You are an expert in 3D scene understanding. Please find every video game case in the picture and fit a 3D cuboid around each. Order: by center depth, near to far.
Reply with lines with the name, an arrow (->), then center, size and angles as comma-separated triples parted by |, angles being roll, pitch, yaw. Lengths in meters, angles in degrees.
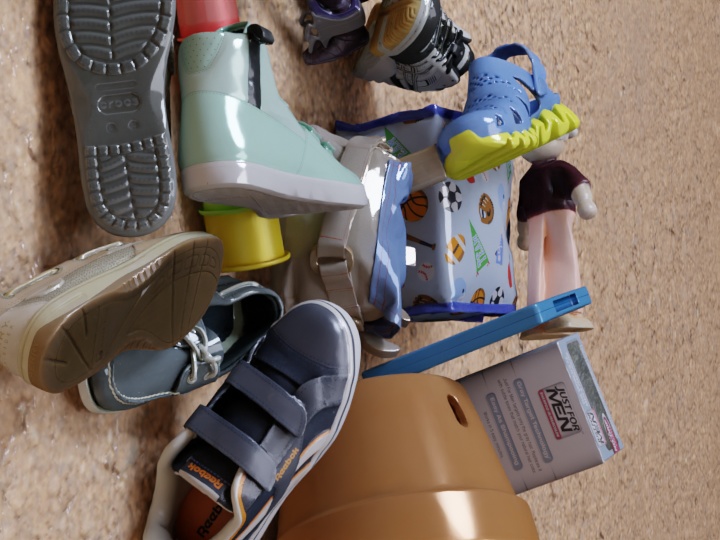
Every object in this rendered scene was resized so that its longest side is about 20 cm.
video game case -> 0.094, 0.051, 1.454 | 0.018, 0.143, 0.200 | 69, 17, 4

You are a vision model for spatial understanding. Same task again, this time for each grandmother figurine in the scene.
grandmother figurine -> 0.159, -0.047, 1.583 | 0.060, 0.121, 0.201 | 3, 78, -35

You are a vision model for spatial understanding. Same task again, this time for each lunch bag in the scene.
lunch bag -> 0.067, -0.040, 1.559 | 0.200, 0.123, 0.171 | 0, 87, -59

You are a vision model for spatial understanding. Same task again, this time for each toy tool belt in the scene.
toy tool belt -> 0.000, 0.000, 1.357 | 0.125, 0.122, 0.201 | 135, -40, -73

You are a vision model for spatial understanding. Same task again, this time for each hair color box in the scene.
hair color box -> 0.093, 0.131, 1.483 | 0.061, 0.199, 0.099 | -13, 81, -66

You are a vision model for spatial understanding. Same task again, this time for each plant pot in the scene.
plant pot -> 0.023, 0.165, 1.382 | 0.200, 0.199, 0.141 | 38, 37, -60

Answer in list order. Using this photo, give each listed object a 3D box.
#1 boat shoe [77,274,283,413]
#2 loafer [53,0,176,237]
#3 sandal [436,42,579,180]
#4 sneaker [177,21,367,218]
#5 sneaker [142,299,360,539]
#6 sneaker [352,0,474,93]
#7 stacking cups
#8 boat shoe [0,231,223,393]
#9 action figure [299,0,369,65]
boat shoe -> -0.113, 0.043, 1.212 | 0.200, 0.062, 0.073 | -26, 113, -64
loafer -> -0.149, -0.117, 1.151 | 0.070, 0.075, 0.201 | 147, -58, -78
sandal -> 0.103, -0.125, 1.459 | 0.087, 0.079, 0.200 | 67, 23, -4
sneaker -> -0.052, -0.098, 1.214 | 0.200, 0.073, 0.119 | 13, 71, -66
sneaker -> -0.070, 0.109, 1.213 | 0.201, 0.078, 0.079 | -62, 155, 5
sneaker -> 0.052, -0.184, 1.469 | 0.200, 0.087, 0.076 | 157, -49, -83
stacking cups -> -0.093, -0.102, 1.286 | 0.060, 0.060, 0.201 | -25, 108, -64
boat shoe -> -0.150, 0.014, 1.115 | 0.200, 0.065, 0.072 | -31, 136, -57
action figure -> -0.034, -0.240, 1.382 | 0.200, 0.069, 0.131 | 68, 14, -57
